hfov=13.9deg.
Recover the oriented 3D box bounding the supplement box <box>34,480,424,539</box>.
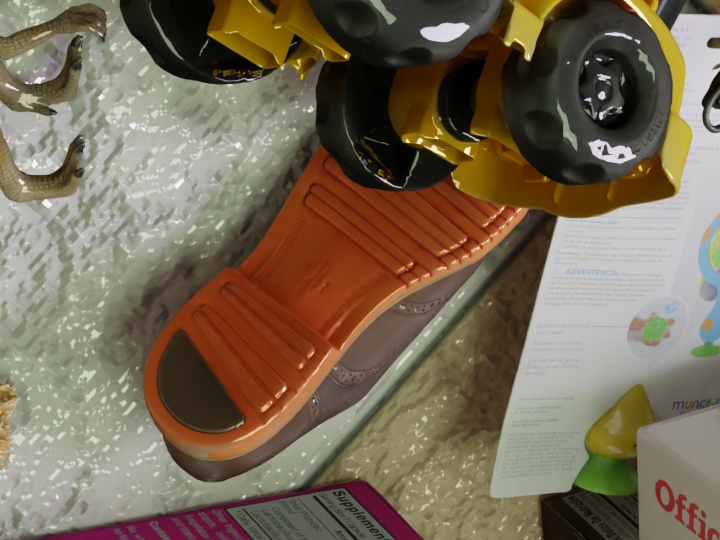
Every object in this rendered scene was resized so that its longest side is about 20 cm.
[{"bbox_3d":[-0.066,0.158,1.100,0.200,0.103,0.101,-7,117,-25],"label":"supplement box"}]

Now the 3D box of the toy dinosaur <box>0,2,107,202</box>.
[{"bbox_3d":[-0.143,-0.057,0.987,0.101,0.058,0.200,6,125,-14],"label":"toy dinosaur"}]

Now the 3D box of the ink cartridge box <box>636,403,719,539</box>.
[{"bbox_3d":[0.203,0.155,1.121,0.145,0.147,0.200,-15,118,-22],"label":"ink cartridge box"}]

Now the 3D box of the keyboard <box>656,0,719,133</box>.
[{"bbox_3d":[0.115,-0.127,1.051,0.200,0.127,0.021,-64,168,9],"label":"keyboard"}]

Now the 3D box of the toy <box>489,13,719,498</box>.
[{"bbox_3d":[0.110,-0.010,1.147,0.115,0.047,0.200,-1,112,-32],"label":"toy"}]

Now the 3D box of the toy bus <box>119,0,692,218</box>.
[{"bbox_3d":[0.031,-0.134,0.989,0.200,0.136,0.192,31,70,-33],"label":"toy bus"}]

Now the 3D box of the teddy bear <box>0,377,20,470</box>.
[{"bbox_3d":[-0.207,0.050,0.975,0.145,0.067,0.200,-36,131,12],"label":"teddy bear"}]

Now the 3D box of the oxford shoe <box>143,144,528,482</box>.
[{"bbox_3d":[0.000,0.000,1.091,0.200,0.071,0.073,-40,160,-14],"label":"oxford shoe"}]

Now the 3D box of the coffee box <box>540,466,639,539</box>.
[{"bbox_3d":[0.181,0.129,1.237,0.200,0.080,0.113,-18,121,-21],"label":"coffee box"}]
